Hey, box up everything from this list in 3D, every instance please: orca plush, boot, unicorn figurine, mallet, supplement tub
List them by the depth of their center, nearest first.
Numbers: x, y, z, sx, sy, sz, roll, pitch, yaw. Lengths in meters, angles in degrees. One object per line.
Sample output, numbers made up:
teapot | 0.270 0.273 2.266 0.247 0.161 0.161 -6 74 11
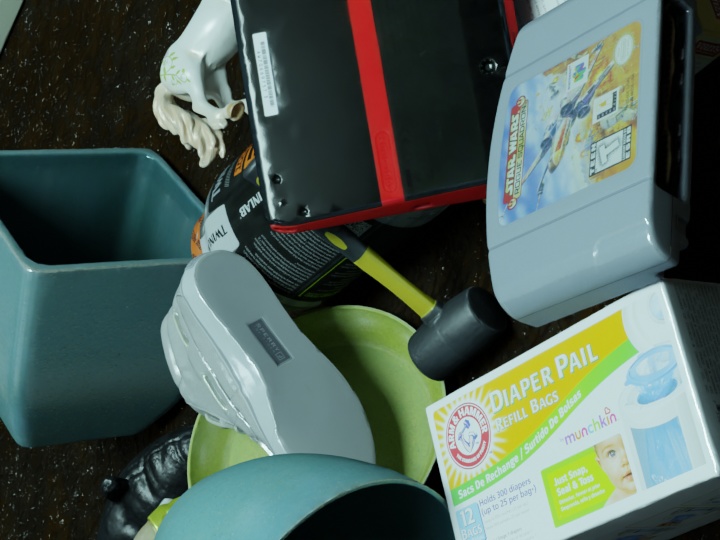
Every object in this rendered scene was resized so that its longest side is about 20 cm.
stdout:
mallet | 0.000 0.000 1.037 0.066 0.200 0.041 -51 10 34
boot | -0.067 0.088 1.085 0.200 0.073 0.096 58 143 18
supplement tub | -0.029 -0.051 1.113 0.200 0.122 0.123 -38 57 41
unicorn figurine | -0.093 -0.185 1.184 0.200 0.074 0.137 -49 49 -7
orca plush | -0.176 0.186 1.305 0.200 0.071 0.106 -35 60 43

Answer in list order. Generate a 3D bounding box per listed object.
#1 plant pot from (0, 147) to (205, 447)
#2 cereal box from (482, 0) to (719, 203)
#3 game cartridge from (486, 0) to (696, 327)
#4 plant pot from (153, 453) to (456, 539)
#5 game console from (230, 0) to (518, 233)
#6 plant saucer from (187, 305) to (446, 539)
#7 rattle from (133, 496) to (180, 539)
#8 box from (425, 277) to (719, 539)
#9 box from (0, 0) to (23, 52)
plant pot | -0.236 0.032 1.313 0.196 0.195 0.201 44 127 44
cereal box | 0.132 -0.149 0.991 0.200 0.039 0.145 -38 57 42
game cartridge | 0.126 -0.074 0.884 0.133 0.041 0.201 -22 50 43
plant pot | -0.053 0.192 0.956 0.134 0.199 0.201 26 106 43
game console | 0.012 -0.135 0.991 0.176 0.031 0.201 -11 83 10
plant saucer | -0.027 0.118 1.101 0.199 0.031 0.201 -14 53 20
rattle | -0.089 0.272 1.202 0.199 0.130 0.143 30 138 15
box | 0.144 0.095 0.897 0.200 0.101 0.113 -35 60 43
box | -0.391 -0.298 1.632 0.200 0.068 0.082 -59 45 27
